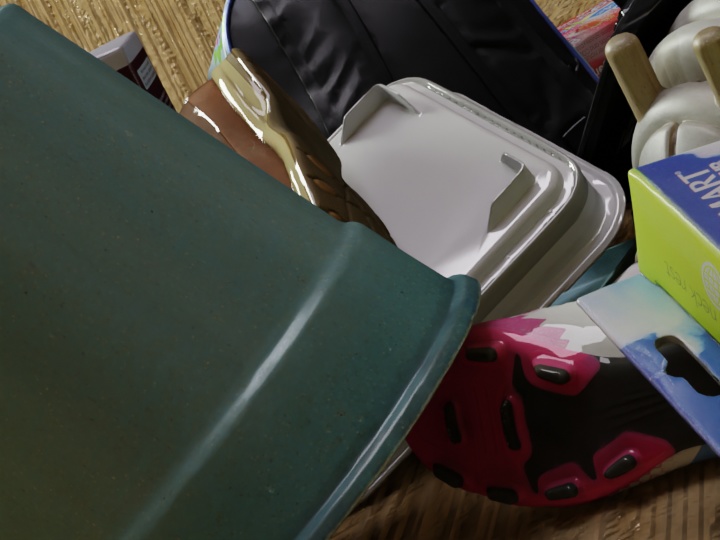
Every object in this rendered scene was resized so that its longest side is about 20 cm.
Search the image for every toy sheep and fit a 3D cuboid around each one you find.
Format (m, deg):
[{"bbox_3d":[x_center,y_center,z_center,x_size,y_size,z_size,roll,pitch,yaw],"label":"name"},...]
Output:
[{"bbox_3d":[0.171,-0.061,1.104,0.200,0.138,0.138,-40,14,-28],"label":"toy sheep"}]

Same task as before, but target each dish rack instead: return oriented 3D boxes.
[{"bbox_3d":[0.000,0.000,1.165,0.200,0.044,0.172,-47,40,-8],"label":"dish rack"}]

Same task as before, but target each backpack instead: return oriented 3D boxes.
[{"bbox_3d":[0.017,-0.078,1.414,0.183,0.200,0.147,-27,-16,-19],"label":"backpack"}]

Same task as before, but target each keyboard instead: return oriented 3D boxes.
[{"bbox_3d":[0.130,-0.086,1.210,0.127,0.021,0.200,-45,-17,-28],"label":"keyboard"}]

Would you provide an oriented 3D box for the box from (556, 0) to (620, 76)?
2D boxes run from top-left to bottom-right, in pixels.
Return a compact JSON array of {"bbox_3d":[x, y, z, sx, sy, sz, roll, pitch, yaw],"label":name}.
[{"bbox_3d":[0.177,-0.116,1.523,0.200,0.096,0.100,-32,10,-31],"label":"box"}]

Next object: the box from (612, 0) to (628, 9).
[{"bbox_3d":[0.198,-0.125,1.269,0.110,0.200,0.035,-22,51,29],"label":"box"}]

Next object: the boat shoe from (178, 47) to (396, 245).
[{"bbox_3d":[-0.036,-0.021,1.130,0.068,0.072,0.200,-42,33,6],"label":"boat shoe"}]

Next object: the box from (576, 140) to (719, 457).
[{"bbox_3d":[0.179,-0.013,0.845,0.199,0.048,0.122,-19,32,-13],"label":"box"}]

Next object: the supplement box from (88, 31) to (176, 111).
[{"bbox_3d":[-0.105,-0.024,1.451,0.061,0.200,0.109,-27,8,3],"label":"supplement box"}]

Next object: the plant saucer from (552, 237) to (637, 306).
[{"bbox_3d":[0.077,0.032,1.202,0.070,0.019,0.200,-22,10,25],"label":"plant saucer"}]

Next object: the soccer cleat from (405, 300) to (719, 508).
[{"bbox_3d":[0.107,0.038,0.948,0.200,0.070,0.086,-12,7,38],"label":"soccer cleat"}]

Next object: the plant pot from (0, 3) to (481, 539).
[{"bbox_3d":[-0.095,0.023,0.956,0.200,0.196,0.200,-51,7,8],"label":"plant pot"}]

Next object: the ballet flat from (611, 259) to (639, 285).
[{"bbox_3d":[0.179,-0.004,1.031,0.200,0.067,0.046,-29,-33,-6],"label":"ballet flat"}]

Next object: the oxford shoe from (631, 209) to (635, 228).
[{"bbox_3d":[0.205,-0.073,1.230,0.200,0.085,0.073,-24,11,27],"label":"oxford shoe"}]
